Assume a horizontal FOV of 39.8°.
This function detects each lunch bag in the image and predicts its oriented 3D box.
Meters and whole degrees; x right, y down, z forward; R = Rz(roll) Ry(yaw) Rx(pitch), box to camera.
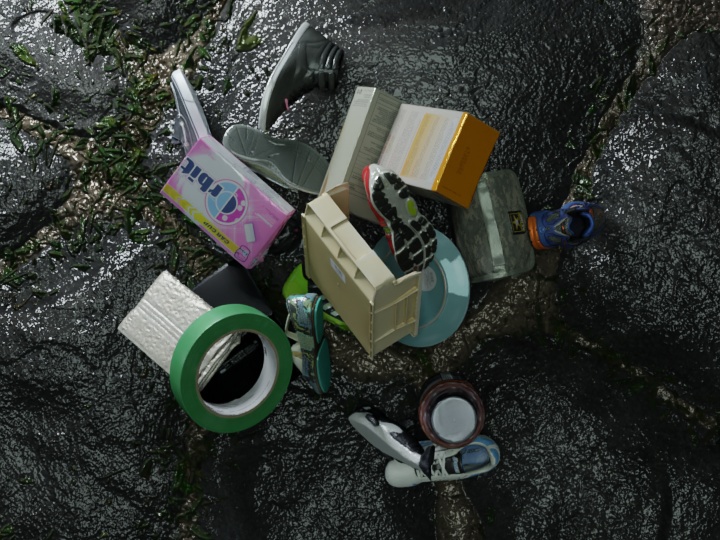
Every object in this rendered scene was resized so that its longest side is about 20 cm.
[{"bbox_3d":[0.209,-0.067,1.585,0.115,0.200,0.167,-12,89,3],"label":"lunch bag"}]

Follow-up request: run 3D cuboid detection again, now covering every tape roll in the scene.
[{"bbox_3d":[-0.205,0.157,1.591,0.198,0.048,0.204,-12,113,-30],"label":"tape roll"}]

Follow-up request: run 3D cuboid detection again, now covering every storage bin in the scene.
[{"bbox_3d":[0.000,0.000,1.546,0.093,0.200,0.201,-29,61,-18],"label":"storage bin"}]

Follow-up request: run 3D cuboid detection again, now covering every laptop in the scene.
[{"bbox_3d":[-0.218,0.122,1.697,0.186,0.116,0.201,-35,117,2],"label":"laptop"}]

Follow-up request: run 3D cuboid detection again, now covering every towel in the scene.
[{"bbox_3d":[-0.299,0.101,1.652,0.199,0.035,0.133,36,81,25],"label":"towel"}]

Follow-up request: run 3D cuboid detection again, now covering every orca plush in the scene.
[{"bbox_3d":[0.065,0.260,1.620,0.071,0.199,0.106,-41,114,-21],"label":"orca plush"}]

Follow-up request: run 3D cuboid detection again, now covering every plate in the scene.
[{"bbox_3d":[0.086,0.026,1.630,0.197,0.025,0.204,4,98,32],"label":"plate"}]

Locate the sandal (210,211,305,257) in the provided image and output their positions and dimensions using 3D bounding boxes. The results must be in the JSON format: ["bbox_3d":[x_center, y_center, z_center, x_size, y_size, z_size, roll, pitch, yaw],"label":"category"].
[{"bbox_3d":[-0.155,-0.056,1.675,0.196,0.048,0.077,-6,90,2],"label":"sandal"}]

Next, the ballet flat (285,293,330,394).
[{"bbox_3d":[-0.089,0.117,1.634,0.073,0.075,0.203,-2,124,2],"label":"ballet flat"}]

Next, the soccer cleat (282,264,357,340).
[{"bbox_3d":[-0.035,0.056,1.665,0.197,0.068,0.082,25,78,2],"label":"soccer cleat"}]

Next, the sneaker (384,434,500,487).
[{"bbox_3d":[0.134,0.317,1.652,0.196,0.072,0.073,-14,91,4],"label":"sneaker"}]

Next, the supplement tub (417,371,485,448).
[{"bbox_3d":[0.144,0.224,1.587,0.105,0.200,0.109,0,91,2],"label":"supplement tub"}]

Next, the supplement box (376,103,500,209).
[{"bbox_3d":[0.113,-0.179,1.537,0.073,0.199,0.128,23,91,-30],"label":"supplement box"}]

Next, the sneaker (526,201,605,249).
[{"bbox_3d":[0.347,-0.070,1.596,0.078,0.199,0.077,-4,99,41],"label":"sneaker"}]

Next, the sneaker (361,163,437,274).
[{"bbox_3d":[0.059,-0.084,1.555,0.076,0.085,0.202,-29,122,-8],"label":"sneaker"}]

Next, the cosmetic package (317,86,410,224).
[{"bbox_3d":[0.015,-0.189,1.639,0.104,0.071,0.203,21,90,-29],"label":"cosmetic package"}]

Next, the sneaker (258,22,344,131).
[{"bbox_3d":[-0.093,-0.307,1.649,0.098,0.071,0.202,25,77,4],"label":"sneaker"}]

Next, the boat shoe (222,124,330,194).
[{"bbox_3d":[-0.136,-0.182,1.673,0.199,0.065,0.076,20,79,-3],"label":"boat shoe"}]

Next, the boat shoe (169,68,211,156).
[{"bbox_3d":[-0.290,-0.234,1.674,0.067,0.072,0.203,-20,96,1],"label":"boat shoe"}]

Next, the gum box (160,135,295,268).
[{"bbox_3d":[-0.210,-0.109,1.619,0.199,0.066,0.114,41,104,-1],"label":"gum box"}]
